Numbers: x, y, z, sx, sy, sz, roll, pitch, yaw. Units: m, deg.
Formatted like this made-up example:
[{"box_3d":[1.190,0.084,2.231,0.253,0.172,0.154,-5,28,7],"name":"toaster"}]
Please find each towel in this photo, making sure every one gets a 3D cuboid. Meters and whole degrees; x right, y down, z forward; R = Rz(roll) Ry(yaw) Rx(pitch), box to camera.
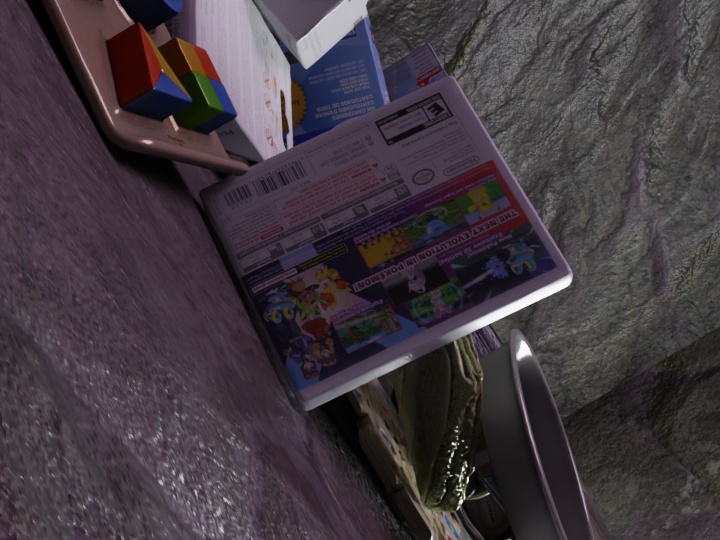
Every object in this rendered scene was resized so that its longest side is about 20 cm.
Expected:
[{"box_3d":[0.050,0.075,1.189,0.200,0.036,0.149,92,-15,-55],"name":"towel"}]

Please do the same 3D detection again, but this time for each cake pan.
[{"box_3d":[0.128,0.143,1.206,0.200,0.037,0.201,-18,90,-78],"name":"cake pan"}]

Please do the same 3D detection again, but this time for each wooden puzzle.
[{"box_3d":[-0.147,-0.157,1.064,0.200,0.046,0.185,59,14,10],"name":"wooden puzzle"}]

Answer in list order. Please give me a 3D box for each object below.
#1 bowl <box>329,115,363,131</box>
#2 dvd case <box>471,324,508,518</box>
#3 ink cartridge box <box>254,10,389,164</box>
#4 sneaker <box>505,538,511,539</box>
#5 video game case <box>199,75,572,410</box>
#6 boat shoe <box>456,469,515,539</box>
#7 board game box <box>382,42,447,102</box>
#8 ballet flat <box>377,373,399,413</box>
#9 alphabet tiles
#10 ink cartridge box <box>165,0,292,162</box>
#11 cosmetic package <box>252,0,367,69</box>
[{"box_3d":[-0.017,-0.032,1.234,0.201,0.090,0.202,13,90,-90],"name":"bowl"},{"box_3d":[0.104,0.109,1.287,0.149,0.016,0.201,55,20,-50],"name":"dvd case"},{"box_3d":[-0.046,-0.172,1.531,0.076,0.136,0.201,-64,140,-82],"name":"ink cartridge box"},{"box_3d":[0.105,0.252,1.115,0.116,0.074,0.200,58,4,18],"name":"sneaker"},{"box_3d":[0.014,-0.023,1.111,0.023,0.199,0.183,76,-12,-60],"name":"video game case"},{"box_3d":[0.096,0.161,1.344,0.065,0.072,0.200,54,-13,54],"name":"boat shoe"},{"box_3d":[0.030,-0.089,1.595,0.200,0.200,0.041,62,6,24],"name":"board game box"},{"box_3d":[0.046,0.103,1.437,0.068,0.068,0.200,33,-11,12],"name":"ballet flat"},{"box_3d":[0.026,0.142,1.290,0.196,0.015,0.200,58,6,-11],"name":"alphabet tiles"},{"box_3d":[-0.110,-0.161,1.319,0.200,0.050,0.163,59,22,-53],"name":"ink cartridge box"},{"box_3d":[-0.086,-0.279,1.400,0.200,0.081,0.113,50,-1,7],"name":"cosmetic package"}]
